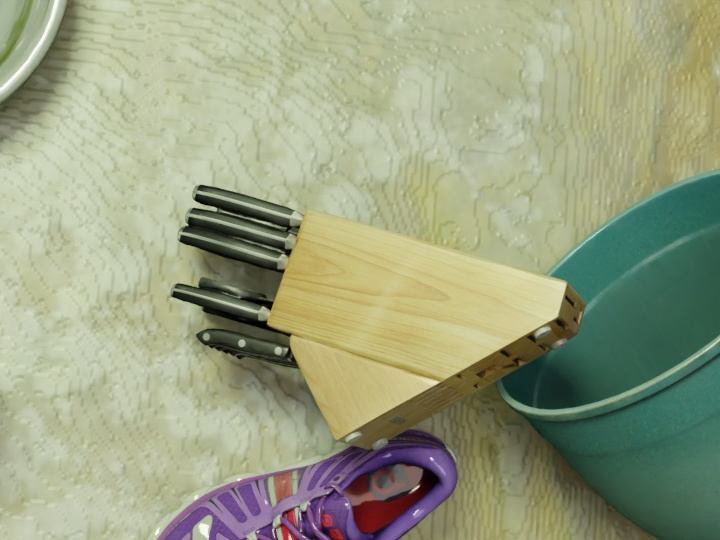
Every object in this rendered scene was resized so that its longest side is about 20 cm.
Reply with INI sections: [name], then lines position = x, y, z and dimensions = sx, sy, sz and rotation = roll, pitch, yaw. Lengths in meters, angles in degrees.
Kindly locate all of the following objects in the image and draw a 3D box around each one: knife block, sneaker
[knife block]
position = 0.000, 0.000, 0.829
dimensions = 0.199, 0.064, 0.176
rotation = -30, 72, 11
[sneaker]
position = -0.036, 0.143, 0.844
dimensions = 0.199, 0.083, 0.081
rotation = -28, 92, -10

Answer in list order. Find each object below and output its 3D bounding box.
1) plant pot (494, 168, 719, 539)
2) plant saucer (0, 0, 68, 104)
[plant pot]
position = 0.210, 0.075, 0.846
dimensions = 0.200, 0.200, 0.188
rotation = -43, 109, -10
[plant saucer]
position = -0.262, -0.171, 0.836
dimensions = 0.199, 0.050, 0.202
rotation = 1, 86, -10
